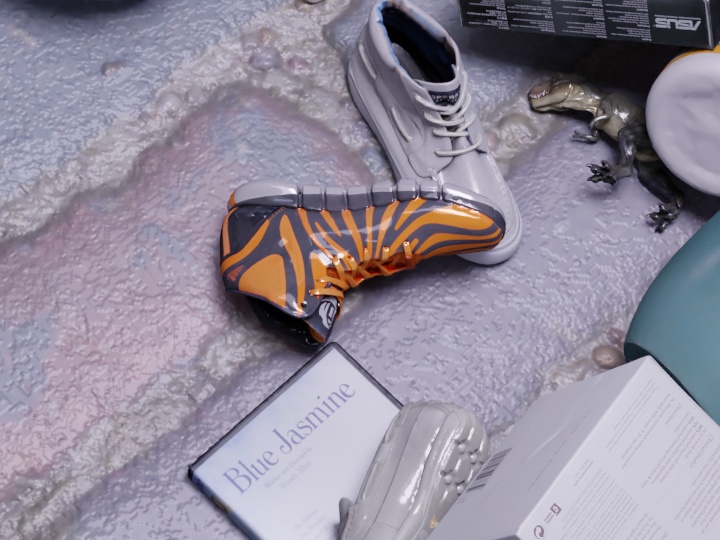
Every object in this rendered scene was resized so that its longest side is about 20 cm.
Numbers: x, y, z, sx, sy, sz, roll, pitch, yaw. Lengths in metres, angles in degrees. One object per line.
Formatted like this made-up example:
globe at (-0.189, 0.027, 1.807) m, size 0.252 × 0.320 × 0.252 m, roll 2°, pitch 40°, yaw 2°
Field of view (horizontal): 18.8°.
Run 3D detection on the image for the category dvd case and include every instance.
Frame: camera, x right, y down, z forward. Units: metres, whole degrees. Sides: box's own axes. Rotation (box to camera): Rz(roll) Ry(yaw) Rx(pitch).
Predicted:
dvd case at (0.002, 0.157, 1.466) m, size 0.200 × 0.018 × 0.143 m, roll 42°, pitch 66°, yaw 14°

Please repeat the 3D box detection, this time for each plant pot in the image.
plant pot at (0.276, 0.051, 1.465) m, size 0.161 × 0.201 × 0.201 m, roll -35°, pitch 72°, yaw -9°

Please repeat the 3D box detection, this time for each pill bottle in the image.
pill bottle at (0.296, -0.149, 1.591) m, size 0.116 × 0.116 × 0.200 m, roll 32°, pitch 46°, yaw 9°

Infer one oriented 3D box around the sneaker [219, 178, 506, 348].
sneaker at (0.000, 0.000, 1.510) m, size 0.200 × 0.078 × 0.112 m, roll -1°, pitch 61°, yaw 11°

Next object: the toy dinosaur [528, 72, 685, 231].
toy dinosaur at (0.213, -0.084, 1.606) m, size 0.200 × 0.047 × 0.088 m, roll 25°, pitch 56°, yaw 2°

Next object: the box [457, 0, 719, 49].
box at (0.199, -0.233, 1.604) m, size 0.200 × 0.048 × 0.193 m, roll 8°, pitch 40°, yaw 28°

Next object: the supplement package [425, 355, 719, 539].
supplement package at (0.173, 0.187, 1.367) m, size 0.200 × 0.151 × 0.152 m, roll 45°, pitch 64°, yaw -8°

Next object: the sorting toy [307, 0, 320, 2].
sorting toy at (-0.017, -0.338, 1.627) m, size 0.107 × 0.180 × 0.200 m, roll -15°, pitch 66°, yaw -15°

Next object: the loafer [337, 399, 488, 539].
loafer at (0.015, 0.174, 1.420) m, size 0.070 × 0.070 × 0.200 m, roll 11°, pitch 61°, yaw 38°

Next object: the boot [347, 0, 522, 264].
boot at (0.055, -0.103, 1.563) m, size 0.074 × 0.096 × 0.200 m, roll -28°, pitch 70°, yaw -20°
